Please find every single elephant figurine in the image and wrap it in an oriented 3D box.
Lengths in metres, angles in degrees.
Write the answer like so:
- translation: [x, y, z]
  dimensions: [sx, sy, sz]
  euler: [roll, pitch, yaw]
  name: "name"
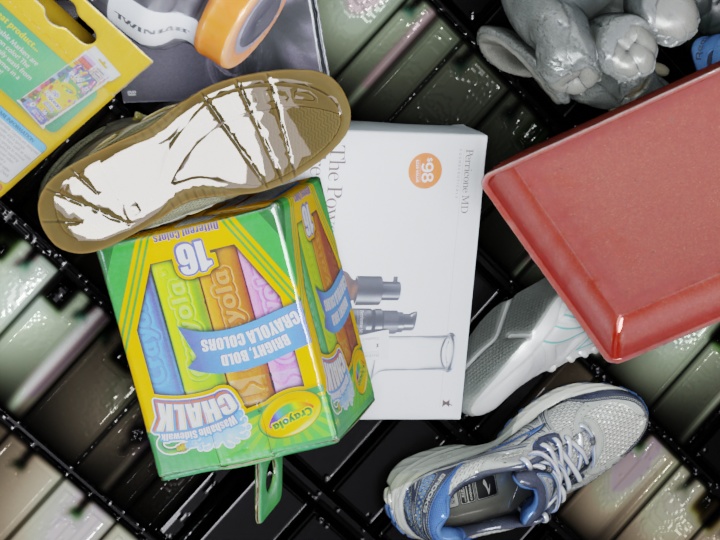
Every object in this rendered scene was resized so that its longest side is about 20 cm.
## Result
- translation: [0.148, -0.158, 1.665]
  dimensions: [0.141, 0.200, 0.155]
  euler: [-8, 80, -2]
  name: "elephant figurine"

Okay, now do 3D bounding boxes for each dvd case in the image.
- translation: [-0.101, -0.203, 1.556]
  dimensions: [0.016, 0.149, 0.200]
  euler: [-38, 123, -57]
  name: "dvd case"

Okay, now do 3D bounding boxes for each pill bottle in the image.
- translation: [-0.140, -0.204, 1.502]
  dimensions: [0.200, 0.106, 0.106]
  euler: [35, 89, 11]
  name: "pill bottle"

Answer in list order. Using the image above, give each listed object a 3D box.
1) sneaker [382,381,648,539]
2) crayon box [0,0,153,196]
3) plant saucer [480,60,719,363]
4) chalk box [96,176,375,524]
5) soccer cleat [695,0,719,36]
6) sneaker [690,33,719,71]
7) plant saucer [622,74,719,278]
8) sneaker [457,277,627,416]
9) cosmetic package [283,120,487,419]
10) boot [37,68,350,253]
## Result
- translation: [0.121, 0.144, 1.736]
  dimensions: [0.200, 0.085, 0.077]
  euler: [-25, 110, -14]
  name: "sneaker"
- translation: [-0.238, -0.116, 1.523]
  dimensions: [0.200, 0.052, 0.126]
  euler: [-38, 115, 20]
  name: "crayon box"
- translation: [0.208, -0.046, 1.628]
  dimensions: [0.200, 0.037, 0.200]
  euler: [-24, 129, 18]
  name: "plant saucer"
- translation: [-0.070, 0.056, 1.580]
  dimensions: [0.124, 0.125, 0.200]
  euler: [-13, 99, 13]
  name: "chalk box"
- translation: [0.302, -0.168, 1.730]
  dimensions: [0.200, 0.081, 0.068]
  euler: [28, 92, -23]
  name: "soccer cleat"
- translation: [0.273, -0.086, 1.749]
  dimensions: [0.066, 0.078, 0.200]
  euler: [-50, 141, -31]
  name: "sneaker"
- translation: [0.269, -0.077, 1.661]
  dimensions: [0.200, 0.050, 0.200]
  euler: [-2, 132, -2]
  name: "plant saucer"
- translation: [0.148, 0.035, 1.729]
  dimensions: [0.200, 0.070, 0.080]
  euler: [-45, 116, -5]
  name: "sneaker"
- translation: [0.000, 0.000, 1.678]
  dimensions: [0.151, 0.052, 0.200]
  euler: [0, 102, -22]
  name: "cosmetic package"
- translation: [-0.110, -0.075, 1.561]
  dimensions: [0.200, 0.155, 0.072]
  euler: [-24, 99, -5]
  name: "boot"
